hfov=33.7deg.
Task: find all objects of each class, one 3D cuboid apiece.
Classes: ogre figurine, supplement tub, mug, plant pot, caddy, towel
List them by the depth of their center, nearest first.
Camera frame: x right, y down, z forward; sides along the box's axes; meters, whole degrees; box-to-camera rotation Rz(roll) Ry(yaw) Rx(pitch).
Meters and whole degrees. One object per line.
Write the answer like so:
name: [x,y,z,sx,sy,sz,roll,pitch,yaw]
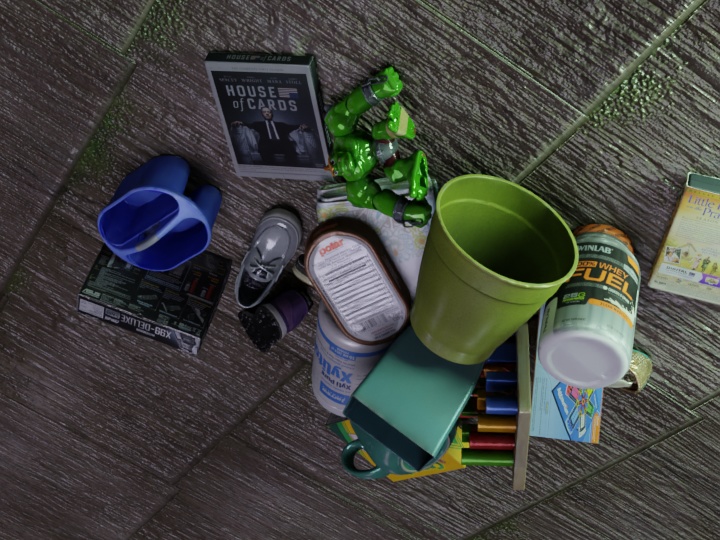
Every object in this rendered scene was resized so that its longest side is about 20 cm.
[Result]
ogre figurine: [0.020,-0.151,1.541,0.118,0.099,0.202,-5,130,32]
supplement tub: [0.305,0.043,1.571,0.120,0.202,0.124,10,140,9]
plant pot: [0.156,0.013,1.571,0.197,0.202,0.194,22,130,-5]
towel: [0.033,-0.037,1.661,0.168,0.048,0.203,-6,121,7]
plant pot: [0.091,0.151,1.682,0.140,0.201,0.142,35,163,5]
caddy: [-0.297,-0.075,1.745,0.141,0.106,0.199,40,136,-25]
mug: [0.068,0.248,1.818,0.150,0.115,0.187,-5,131,-32]
supplement tub: [-0.008,0.120,1.834,0.130,0.133,0.202,14,139,5]

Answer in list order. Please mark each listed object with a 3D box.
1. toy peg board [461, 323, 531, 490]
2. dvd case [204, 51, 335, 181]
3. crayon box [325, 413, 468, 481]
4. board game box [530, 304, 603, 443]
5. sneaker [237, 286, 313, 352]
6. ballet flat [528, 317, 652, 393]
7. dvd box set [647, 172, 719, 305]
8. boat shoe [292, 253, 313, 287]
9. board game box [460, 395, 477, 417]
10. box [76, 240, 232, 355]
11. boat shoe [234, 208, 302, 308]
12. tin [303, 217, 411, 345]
toy peg board: [0.197,0.185,1.760,0.096,0.202,0.201,0,138,5]
dvd case: [-0.117,-0.203,1.595,0.148,0.025,0.202,5,139,16]
crayon box: [0.065,0.276,2.011,0.172,0.059,0.199,42,145,-19]
board game box: [0.299,0.140,1.707,0.101,0.204,0.019,5,180,9]
sneaker: [-0.127,0.073,1.874,0.076,0.087,0.199,58,158,-6]
ballet flat: [0.337,0.128,1.761,0.197,0.066,0.071,18,143,2]
dvd box set: [0.469,-0.034,1.552,0.144,0.030,0.202,13,141,8]
boat shoe: [0.000,0.000,1.751,0.196,0.074,0.066,12,119,-3]
board game box: [0.142,0.168,1.907,0.101,0.020,0.201,-4,135,23]
box: [-0.314,0.023,1.824,0.197,0.159,0.050,19,141,-2]
boat shoe: [-0.141,-0.011,1.784,0.069,0.072,0.202,24,140,-7]
tin: [-0.002,0.018,1.648,0.111,0.042,0.201,-25,117,13]
